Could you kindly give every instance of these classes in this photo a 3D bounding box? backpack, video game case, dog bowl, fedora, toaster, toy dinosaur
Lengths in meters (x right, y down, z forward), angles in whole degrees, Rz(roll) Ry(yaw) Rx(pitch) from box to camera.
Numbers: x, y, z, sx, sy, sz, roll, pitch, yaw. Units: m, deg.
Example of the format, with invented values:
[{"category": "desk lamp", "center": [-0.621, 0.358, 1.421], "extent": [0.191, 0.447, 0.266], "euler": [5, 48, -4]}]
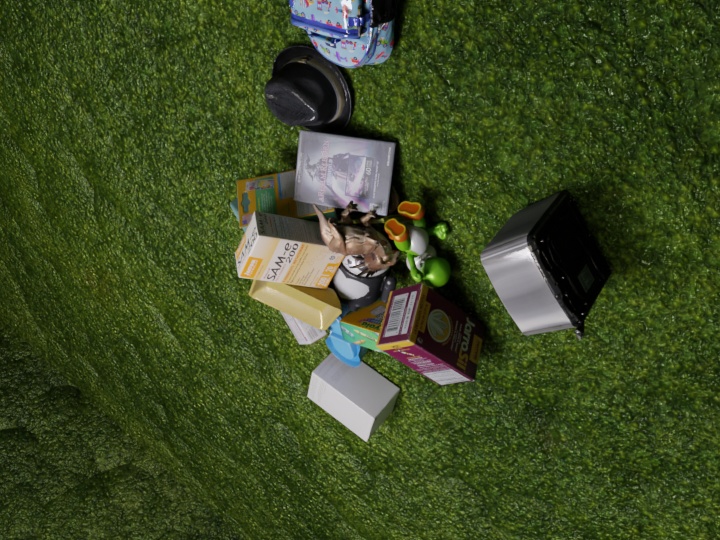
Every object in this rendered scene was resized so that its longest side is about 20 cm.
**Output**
[{"category": "backpack", "center": [-0.030, -0.436, 1.229], "extent": [0.182, 0.134, 0.201], "euler": [29, 141, 24]}, {"category": "video game case", "center": [-0.032, -0.194, 1.433], "extent": [0.198, 0.019, 0.144], "euler": [10, 104, 14]}, {"category": "dog bowl", "center": [-0.042, 0.146, 1.753], "extent": [0.111, 0.050, 0.201], "euler": [19, 142, 39]}, {"category": "fedora", "center": [-0.117, -0.338, 1.422], "extent": [0.200, 0.092, 0.202], "euler": [25, 137, 27]}, {"category": "toaster", "center": [0.314, -0.003, 1.215], "extent": [0.118, 0.200, 0.181], "euler": [-21, 107, 45]}, {"category": "toy dinosaur", "center": [-0.015, -0.054, 1.427], "extent": [0.199, 0.086, 0.136], "euler": [21, 139, 0]}]

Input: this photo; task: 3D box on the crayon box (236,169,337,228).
[{"category": "crayon box", "center": [-0.154, -0.144, 1.514], "extent": [0.198, 0.127, 0.052], "euler": [-10, 150, 2]}]

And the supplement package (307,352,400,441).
[{"category": "supplement package", "center": [-0.020, 0.314, 1.857], "extent": [0.199, 0.121, 0.120], "euler": [34, 140, 18]}]

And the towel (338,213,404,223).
[{"category": "towel", "center": [0.002, -0.110, 1.514], "extent": [0.199, 0.086, 0.018], "euler": [3, 99, 42]}]

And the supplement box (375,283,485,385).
[{"category": "supplement box", "center": [0.146, 0.134, 1.480], "extent": [0.199, 0.132, 0.103], "euler": [32, 150, -31]}]

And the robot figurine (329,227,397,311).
[{"category": "robot figurine", "center": [-0.002, 0.000, 1.572], "extent": [0.149, 0.125, 0.201], "euler": [6, 139, -11]}]

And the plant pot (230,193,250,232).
[{"category": "plant pot", "center": [-0.188, -0.111, 1.628], "extent": [0.199, 0.141, 0.142], "euler": [32, 157, 32]}]

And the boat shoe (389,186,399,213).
[{"category": "boat shoe", "center": [0.003, -0.195, 1.466], "extent": [0.200, 0.063, 0.073], "euler": [44, 112, 3]}]

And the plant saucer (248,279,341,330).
[{"category": "plant saucer", "center": [-0.141, 0.053, 1.607], "extent": [0.199, 0.049, 0.200], "euler": [26, 158, -6]}]

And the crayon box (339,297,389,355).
[{"category": "crayon box", "center": [0.067, 0.125, 1.618], "extent": [0.199, 0.119, 0.059], "euler": [14, 131, 35]}]

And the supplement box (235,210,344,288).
[{"category": "supplement box", "center": [-0.140, -0.038, 1.478], "extent": [0.126, 0.199, 0.074], "euler": [-58, 35, 39]}]

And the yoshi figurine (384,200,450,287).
[{"category": "yoshi figurine", "center": [0.127, -0.037, 1.430], "extent": [0.112, 0.113, 0.200], "euler": [-16, 139, 15]}]

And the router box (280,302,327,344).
[{"category": "router box", "center": [-0.167, 0.085, 1.787], "extent": [0.201, 0.049, 0.179], "euler": [60, 166, -2]}]
